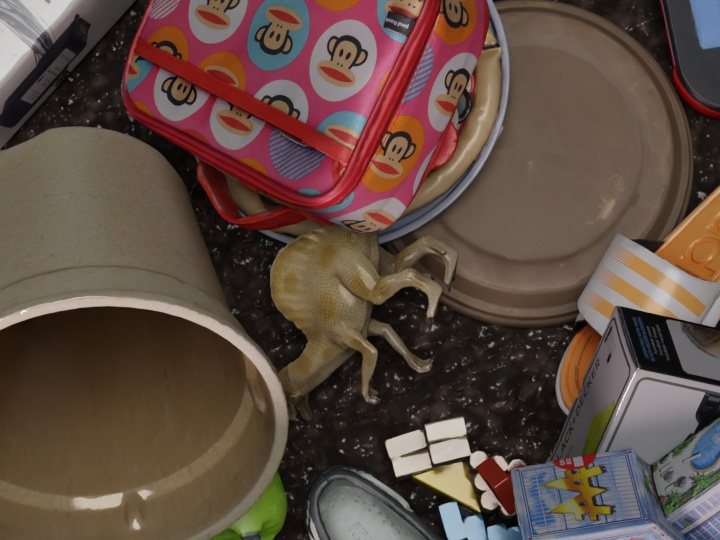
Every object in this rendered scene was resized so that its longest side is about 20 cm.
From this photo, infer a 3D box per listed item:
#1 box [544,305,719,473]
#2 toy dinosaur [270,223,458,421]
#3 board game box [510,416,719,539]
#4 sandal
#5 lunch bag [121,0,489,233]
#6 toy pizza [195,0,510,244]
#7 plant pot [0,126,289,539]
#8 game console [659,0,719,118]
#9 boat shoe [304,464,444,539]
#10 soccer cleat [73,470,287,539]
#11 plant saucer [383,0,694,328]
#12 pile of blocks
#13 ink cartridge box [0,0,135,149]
[{"bbox_3d":[0.213,0.100,1.126,0.199,0.060,0.117,14,121,-13],"label":"box"},{"bbox_3d":[0.000,0.000,1.172,0.100,0.058,0.201,14,101,9],"label":"toy dinosaur"},{"bbox_3d":[0.182,0.148,1.081,0.200,0.062,0.200,-39,119,19],"label":"board game box"},{"bbox_3d":[0.173,-0.005,1.178,0.207,0.059,0.079,-49,39,-11],"label":"sandal"},{"bbox_3d":[-0.039,-0.109,1.156,0.200,0.082,0.177,28,96,38],"label":"lunch bag"},{"bbox_3d":[-0.012,-0.112,1.222,0.199,0.032,0.202,-3,78,14],"label":"toy pizza"},{"bbox_3d":[-0.149,0.027,1.127,0.199,0.201,0.184,-12,43,-1],"label":"plant pot"},{"bbox_3d":[0.259,-0.196,1.254,0.176,0.031,0.201,-9,79,-1],"label":"game console"},{"bbox_3d":[0.039,0.193,1.165,0.200,0.060,0.076,43,83,9],"label":"boat shoe"},{"bbox_3d":[-0.141,0.139,1.185,0.199,0.068,0.081,-11,63,-3],"label":"soccer cleat"},{"bbox_3d":[0.099,-0.067,1.234,0.199,0.029,0.201,0,79,2],"label":"plant saucer"},{"bbox_3d":[0.100,0.145,1.173,0.199,0.062,0.082,22,80,6],"label":"pile of blocks"},{"bbox_3d":[-0.242,-0.156,1.230,0.145,0.084,0.200,40,82,8],"label":"ink cartridge box"}]
